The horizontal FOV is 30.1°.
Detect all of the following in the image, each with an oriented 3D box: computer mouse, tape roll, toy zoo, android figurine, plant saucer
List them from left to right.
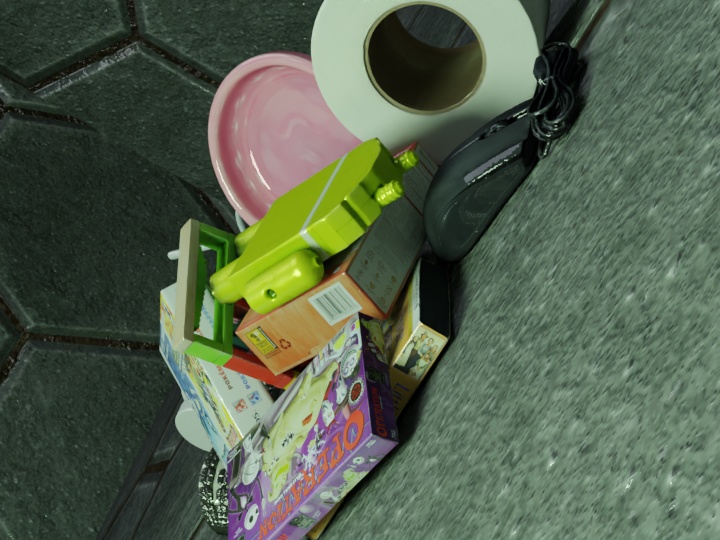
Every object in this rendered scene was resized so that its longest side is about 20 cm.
[{"bbox_3d":[-0.070,0.043,1.174,0.020,0.199,0.132,-42,37,39],"label":"toy zoo"},{"bbox_3d":[-0.058,-0.121,1.324,0.051,0.200,0.201,-34,-16,-51],"label":"plant saucer"},{"bbox_3d":[-0.036,-0.040,1.097,0.200,0.041,0.182,-29,21,32],"label":"android figurine"},{"bbox_3d":[0.067,-0.217,1.203,0.203,0.202,0.139,-54,10,35],"label":"tape roll"},{"bbox_3d":[0.102,-0.092,1.074,0.200,0.053,0.139,-55,10,32],"label":"computer mouse"}]

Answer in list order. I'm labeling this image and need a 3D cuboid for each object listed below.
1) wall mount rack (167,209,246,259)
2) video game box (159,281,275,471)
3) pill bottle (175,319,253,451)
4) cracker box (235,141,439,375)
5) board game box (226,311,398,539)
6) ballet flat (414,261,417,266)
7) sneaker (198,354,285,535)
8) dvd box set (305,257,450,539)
[{"bbox_3d":[-0.129,0.026,1.501,0.074,0.201,0.174,-32,23,-23],"label":"wall mount rack"},{"bbox_3d":[-0.125,0.115,1.231,0.047,0.183,0.200,-30,-12,-17],"label":"video game box"},{"bbox_3d":[-0.158,0.126,1.692,0.113,0.113,0.200,-51,12,49],"label":"pill bottle"},{"bbox_3d":[-0.011,-0.013,1.145,0.134,0.058,0.200,-29,20,37],"label":"cracker box"},{"bbox_3d":[-0.042,0.137,1.020,0.200,0.032,0.120,-49,36,33],"label":"board game box"},{"bbox_3d":[0.000,0.000,1.302,0.200,0.064,0.076,152,118,-74],"label":"ballet flat"},{"bbox_3d":[-0.111,0.193,1.415,0.089,0.077,0.201,69,-150,-52],"label":"sneaker"},{"bbox_3d":[0.008,0.099,1.066,0.200,0.029,0.146,-58,8,19],"label":"dvd box set"}]
